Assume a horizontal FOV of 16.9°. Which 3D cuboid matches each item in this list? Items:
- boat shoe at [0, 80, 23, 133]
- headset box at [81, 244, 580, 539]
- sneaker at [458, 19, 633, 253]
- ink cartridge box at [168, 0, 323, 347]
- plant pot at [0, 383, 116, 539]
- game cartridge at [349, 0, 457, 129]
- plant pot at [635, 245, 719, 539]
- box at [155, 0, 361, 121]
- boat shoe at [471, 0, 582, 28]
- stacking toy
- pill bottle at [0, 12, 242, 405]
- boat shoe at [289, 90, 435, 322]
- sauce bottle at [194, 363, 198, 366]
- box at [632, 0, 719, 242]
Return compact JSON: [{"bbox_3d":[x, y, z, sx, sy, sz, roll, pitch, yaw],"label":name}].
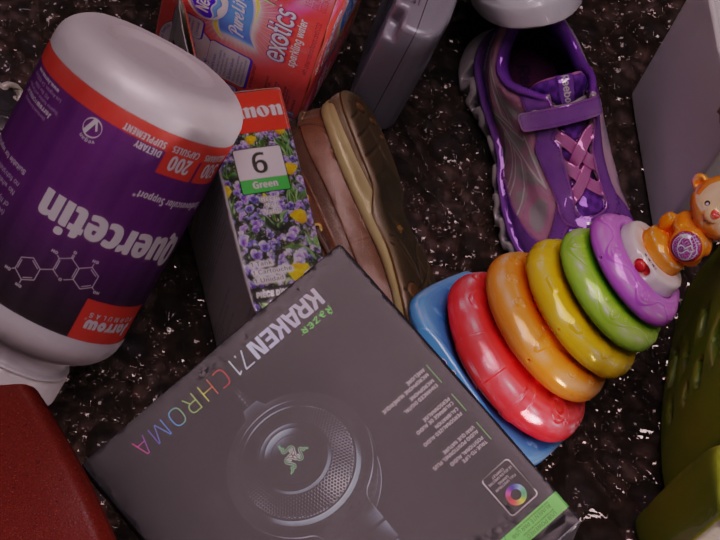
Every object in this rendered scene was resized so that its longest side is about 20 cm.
[{"bbox_3d":[-0.224,-0.085,1.380,0.198,0.074,0.061,5,68,-1],"label":"boat shoe"},{"bbox_3d":[-0.009,0.124,1.220,0.174,0.093,0.200,-39,79,-7],"label":"headset box"},{"bbox_3d":[0.118,-0.073,1.436,0.080,0.089,0.201,-12,69,-18],"label":"sneaker"},{"bbox_3d":[-0.067,-0.046,1.371,0.050,0.109,0.201,-8,67,-15],"label":"ink cartridge box"},{"bbox_3d":[-0.218,0.169,1.201,0.198,0.201,0.177,-4,53,-14],"label":"plant pot"},{"bbox_3d":[0.043,-0.188,1.448,0.041,0.133,0.201,20,62,-1],"label":"game cartridge"},{"bbox_3d":[0.267,0.097,1.332,0.199,0.199,0.182,22,69,-1],"label":"plant pot"},{"bbox_3d":[-0.051,-0.174,1.384,0.102,0.200,0.095,26,63,2],"label":"box"},{"bbox_3d":[0.100,-0.215,1.467,0.072,0.071,0.200,-2,33,6],"label":"boat shoe"},{"bbox_3d":[0.135,0.012,1.326,0.116,0.200,0.110,56,25,4],"label":"stacking toy"},{"bbox_3d":[-0.153,-0.029,1.299,0.112,0.112,0.201,31,105,4],"label":"pill bottle"},{"bbox_3d":[0.000,0.000,1.394,0.067,0.072,0.201,-22,78,16],"label":"boat shoe"},{"bbox_3d":[-0.005,0.105,1.339,0.199,0.066,0.066,15,63,-6],"label":"sauce bottle"},{"bbox_3d":[0.283,-0.097,1.445,0.199,0.152,0.107,-1,65,-13],"label":"box"}]
